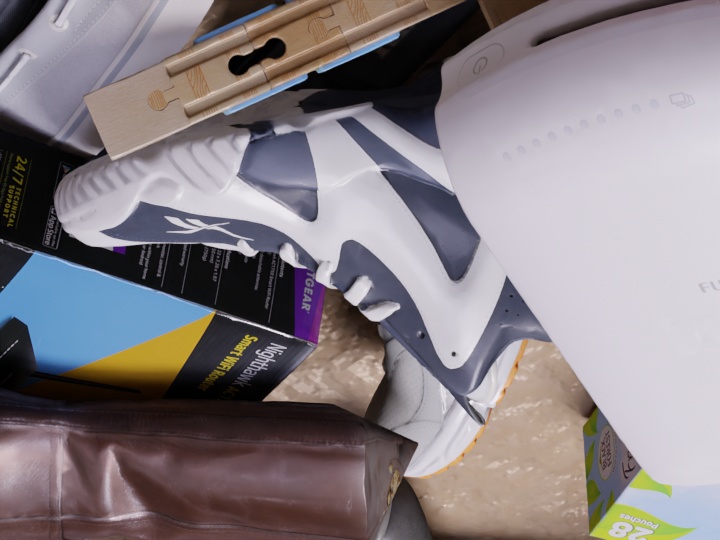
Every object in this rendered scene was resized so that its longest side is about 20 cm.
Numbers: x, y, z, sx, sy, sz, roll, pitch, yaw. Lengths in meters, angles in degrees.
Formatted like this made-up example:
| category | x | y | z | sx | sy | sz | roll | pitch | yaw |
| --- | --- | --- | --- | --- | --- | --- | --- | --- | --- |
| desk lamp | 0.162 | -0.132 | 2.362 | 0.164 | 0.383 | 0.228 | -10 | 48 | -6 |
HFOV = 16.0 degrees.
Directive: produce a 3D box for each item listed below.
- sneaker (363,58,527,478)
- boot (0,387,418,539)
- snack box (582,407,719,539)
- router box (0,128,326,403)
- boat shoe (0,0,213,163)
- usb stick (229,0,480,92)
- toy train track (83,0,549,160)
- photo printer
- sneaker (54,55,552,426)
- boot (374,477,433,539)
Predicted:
| category | x | y | z | sx | sy | sz | roll | pitch | yaw |
| --- | --- | --- | --- | --- | --- | --- | --- | --- | --- |
| sneaker | 0.028 | -0.006 | 0.994 | 0.092 | 0.076 | 0.200 | 20 | 126 | -7 |
| boot | -0.076 | 0.102 | 1.023 | 0.200 | 0.064 | 0.186 | 0 | 153 | 2 |
| snack box | 0.208 | 0.049 | 1.038 | 0.168 | 0.068 | 0.200 | 16 | 136 | -14 |
| router box | -0.119 | 0.026 | 1.005 | 0.149 | 0.051 | 0.200 | 19 | 149 | -17 |
| boat shoe | -0.088 | -0.115 | 0.885 | 0.068 | 0.072 | 0.200 | 18 | 143 | -19 |
| usb stick | 0.017 | -0.104 | 0.911 | 0.055 | 0.033 | 0.200 | 33 | 128 | -19 |
| toy train track | 0.004 | -0.088 | 0.848 | 0.200 | 0.033 | 0.115 | -25 | 93 | -3 |
| photo printer | 0.128 | -0.018 | 0.808 | 0.166 | 0.070 | 0.200 | -12 | 136 | 26 |
| sneaker | 0.000 | 0.000 | 0.901 | 0.199 | 0.079 | 0.130 | -13 | 103 | -3 |
| boot | 0.081 | 0.153 | 1.147 | 0.200 | 0.073 | 0.182 | 10 | 149 | 1 |
